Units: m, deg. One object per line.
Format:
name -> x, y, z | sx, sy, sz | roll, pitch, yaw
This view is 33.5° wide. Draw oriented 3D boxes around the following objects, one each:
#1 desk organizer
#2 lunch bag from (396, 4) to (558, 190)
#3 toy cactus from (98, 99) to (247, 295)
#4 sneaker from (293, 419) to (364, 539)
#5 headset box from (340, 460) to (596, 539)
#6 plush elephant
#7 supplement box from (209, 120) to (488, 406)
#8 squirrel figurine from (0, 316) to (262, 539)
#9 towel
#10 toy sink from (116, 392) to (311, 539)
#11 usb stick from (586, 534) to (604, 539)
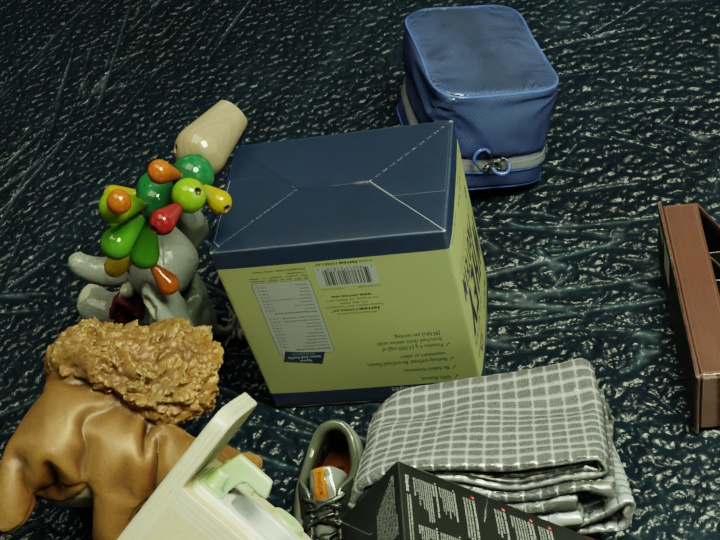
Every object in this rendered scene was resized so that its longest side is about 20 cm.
desk organizer -> 0.303, 0.032, 1.003 | 0.076, 0.072, 0.201 | -6, 45, 8
lunch bag -> 0.117, -0.165, 1.219 | 0.134, 0.133, 0.201 | -4, 42, -9
toy cactus -> -0.147, -0.067, 0.986 | 0.166, 0.102, 0.200 | -52, 8, -20
sneaker -> -0.027, 0.206, 0.929 | 0.073, 0.080, 0.202 | -6, 45, 10
headset box -> 0.090, 0.230, 0.763 | 0.077, 0.198, 0.150 | -49, 28, 32
plush elephant -> -0.199, 0.019, 1.114 | 0.197, 0.156, 0.166 | -12, 44, 7
supplement box -> 0.000, 0.000, 1.037 | 0.197, 0.201, 0.135 | -5, 45, 13
squirrel figurine -> -0.173, 0.135, 0.977 | 0.184, 0.141, 0.203 | 8, 83, 16
towel -> 0.098, 0.140, 0.899 | 0.197, 0.087, 0.166 | -10, 13, 10
toy sink -> -0.108, 0.203, 0.840 | 0.112, 0.130, 0.201 | 38, 91, 2
usb stick -> 0.169, 0.263, 0.842 | 0.055, 0.033, 0.201 | -20, 43, 8
